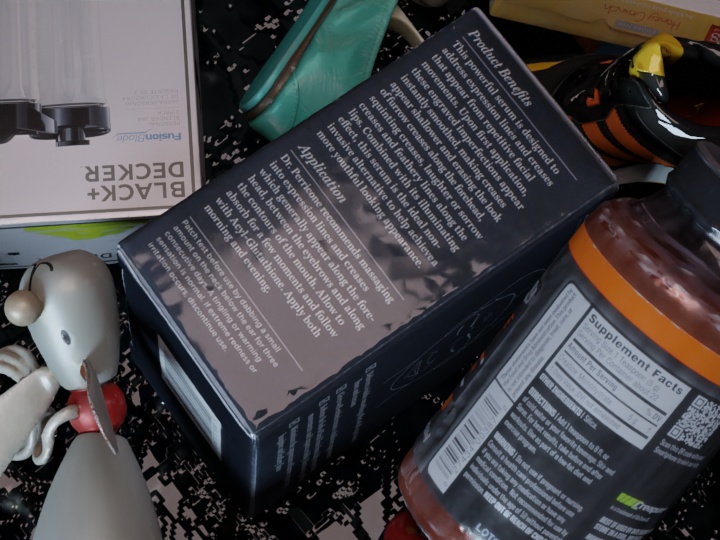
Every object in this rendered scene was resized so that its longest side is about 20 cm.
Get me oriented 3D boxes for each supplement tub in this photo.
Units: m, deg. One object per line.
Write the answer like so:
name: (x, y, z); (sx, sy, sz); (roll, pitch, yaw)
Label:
supplement tub: (0.111, 0.044, 0.872); (0.107, 0.107, 0.201); (40, 106, 11)

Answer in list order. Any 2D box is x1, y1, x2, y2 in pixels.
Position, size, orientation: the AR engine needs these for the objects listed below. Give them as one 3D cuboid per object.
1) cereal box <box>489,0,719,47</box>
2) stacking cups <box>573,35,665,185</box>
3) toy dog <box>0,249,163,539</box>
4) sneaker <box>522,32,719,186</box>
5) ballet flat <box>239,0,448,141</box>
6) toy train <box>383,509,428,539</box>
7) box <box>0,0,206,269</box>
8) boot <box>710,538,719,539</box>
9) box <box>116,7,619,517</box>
cereal box: (0.139, -0.195, 1.031); (0.142, 0.040, 0.201); (11, 51, -9)
stacking cups: (0.141, -0.101, 1.030); (0.060, 0.061, 0.201); (-31, 71, -14)
toy dog: (-0.134, 0.100, 0.886); (0.096, 0.132, 0.201); (-6, 63, -52)
sneaker: (0.131, -0.081, 0.936); (0.199, 0.090, 0.070); (18, 65, 37)
ballet flat: (0.010, -0.139, 1.036); (0.070, 0.067, 0.201); (34, 70, -17)
toy train: (0.001, 0.193, 0.849); (0.115, 0.085, 0.199); (37, 41, 25)
box: (-0.136, -0.106, 1.008); (0.115, 0.060, 0.202); (-2, 71, -4)
boot: (0.193, 0.209, 0.911); (0.161, 0.074, 0.199); (-25, 67, -14)
box: (0.000, 0.000, 0.932); (0.199, 0.149, 0.107); (-34, 76, -15)
